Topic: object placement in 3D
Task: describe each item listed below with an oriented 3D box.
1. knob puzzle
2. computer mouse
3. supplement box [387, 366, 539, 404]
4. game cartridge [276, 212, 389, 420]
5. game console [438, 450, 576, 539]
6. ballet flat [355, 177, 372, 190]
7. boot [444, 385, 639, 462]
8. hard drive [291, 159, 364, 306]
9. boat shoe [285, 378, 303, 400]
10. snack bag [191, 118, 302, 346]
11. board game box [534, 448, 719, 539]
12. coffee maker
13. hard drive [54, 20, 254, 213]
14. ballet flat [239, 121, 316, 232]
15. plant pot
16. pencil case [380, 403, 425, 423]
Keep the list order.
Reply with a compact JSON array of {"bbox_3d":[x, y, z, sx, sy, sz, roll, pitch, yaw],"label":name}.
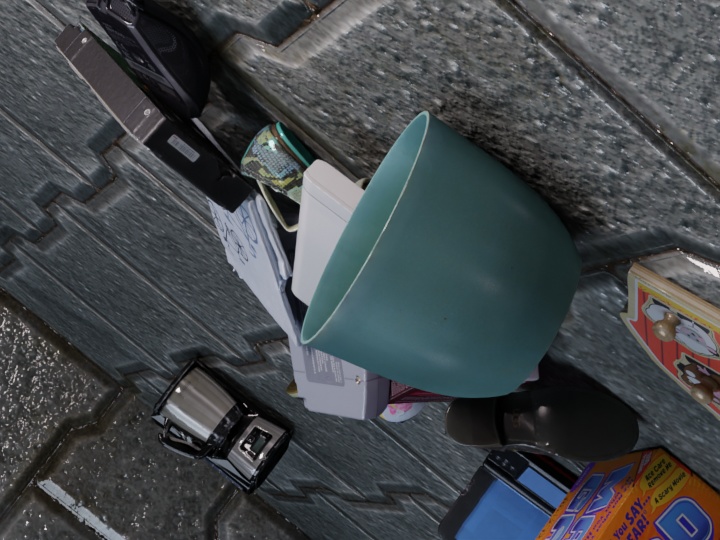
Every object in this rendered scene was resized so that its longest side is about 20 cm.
[{"bbox_3d":[0.286,0.088,1.468,0.219,0.031,0.220,34,165,11],"label":"knob puzzle"},{"bbox_3d":[-0.180,-0.211,1.598,0.138,0.053,0.200,31,163,39],"label":"computer mouse"},{"bbox_3d":[0.090,0.087,1.755,0.108,0.061,0.200,-1,169,-12],"label":"supplement box"},{"bbox_3d":[-0.026,0.043,1.814,0.133,0.040,0.201,7,107,57],"label":"game cartridge"},{"bbox_3d":[0.204,0.300,2.101,0.200,0.119,0.172,35,165,6],"label":"game console"},{"bbox_3d":[0.065,-0.010,1.621,0.200,0.064,0.067,36,-151,8],"label":"ballet flat"},{"bbox_3d":[0.173,0.150,1.804,0.199,0.070,0.174,5,173,10],"label":"boot"},{"bbox_3d":[0.000,0.000,1.616,0.132,0.027,0.200,37,154,15],"label":"hard drive"},{"bbox_3d":[-0.033,0.141,2.258,0.066,0.072,0.201,45,159,-8],"label":"boat shoe"},{"bbox_3d":[-0.112,-0.038,1.820,0.189,0.021,0.201,48,160,48],"label":"snack bag"},{"bbox_3d":[0.281,0.320,1.829,0.200,0.200,0.200,39,165,-4],"label":"board game box"},{"bbox_3d":[-0.210,0.241,2.888,0.200,0.135,0.192,37,-172,4],"label":"coffee maker"},{"bbox_3d":[-0.193,-0.143,1.709,0.140,0.038,0.200,39,-174,-48],"label":"hard drive"},{"bbox_3d":[-0.032,-0.049,1.697,0.200,0.074,0.074,45,164,-12],"label":"ballet flat"},{"bbox_3d":[0.071,0.004,1.418,0.160,0.201,0.201,28,166,-9],"label":"plant pot"},{"bbox_3d":[-0.001,0.074,1.969,0.090,0.083,0.200,2,143,47],"label":"pencil case"}]
